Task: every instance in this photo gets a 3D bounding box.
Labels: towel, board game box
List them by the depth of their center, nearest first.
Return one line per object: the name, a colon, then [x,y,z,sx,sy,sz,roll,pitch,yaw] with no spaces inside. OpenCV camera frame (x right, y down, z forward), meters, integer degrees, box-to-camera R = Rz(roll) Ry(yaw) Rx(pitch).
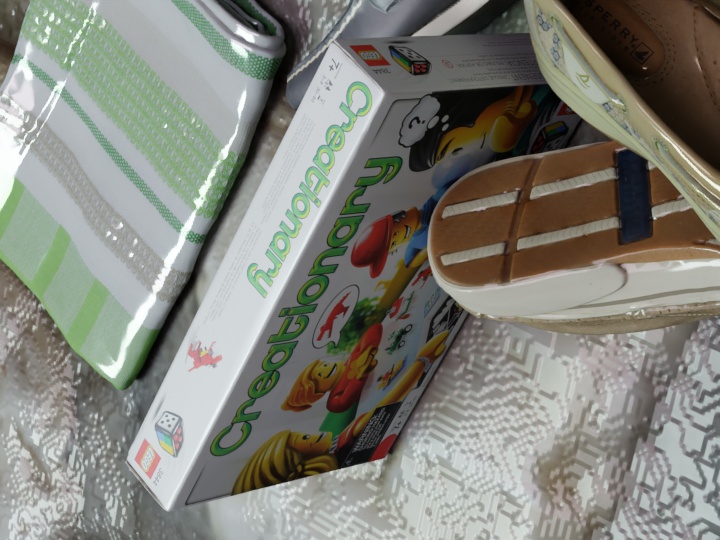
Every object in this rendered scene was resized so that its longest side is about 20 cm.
board game box: [0.000,0.000,0.800,0.035,0.126,0.200,46,124,29]
towel: [-0.118,-0.064,0.966,0.149,0.031,0.200,45,124,30]

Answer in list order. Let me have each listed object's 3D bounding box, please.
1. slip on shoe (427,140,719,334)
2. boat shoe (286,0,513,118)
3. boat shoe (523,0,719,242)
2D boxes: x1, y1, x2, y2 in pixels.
slip on shoe: [0.123,-0.012,0.735,0.199,0.061,0.076,-12,59,26]
boat shoe: [0.034,-0.125,0.779,0.200,0.073,0.063,-38,87,37]
boat shoe: [0.122,-0.052,0.674,0.200,0.063,0.073,35,82,35]
